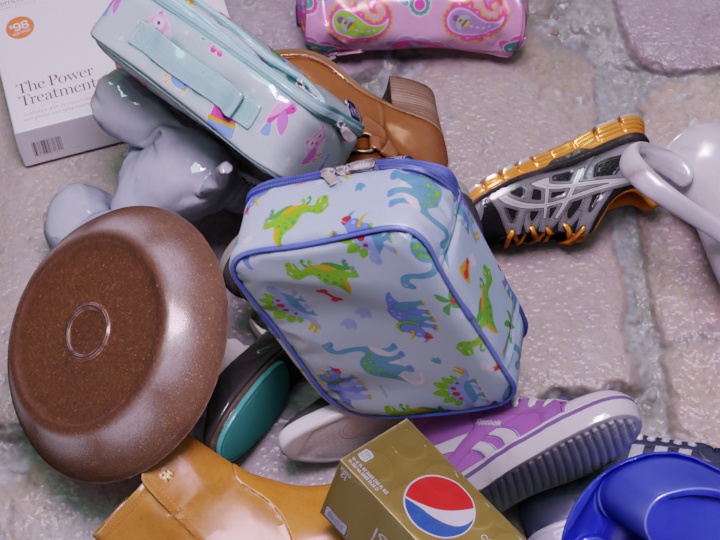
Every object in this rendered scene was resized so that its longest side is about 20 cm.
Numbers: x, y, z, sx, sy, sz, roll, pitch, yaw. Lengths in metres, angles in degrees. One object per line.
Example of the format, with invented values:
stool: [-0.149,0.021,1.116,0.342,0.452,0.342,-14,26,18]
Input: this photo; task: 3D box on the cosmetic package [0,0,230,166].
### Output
cosmetic package: [-0.205,-0.184,1.463,0.199,0.052,0.151,-16,58,-8]

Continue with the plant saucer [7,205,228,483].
plant saucer: [-0.182,0.047,1.218,0.199,0.037,0.202,-11,69,31]

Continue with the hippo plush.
hippo plush: [-0.155,-0.039,1.349,0.200,0.159,0.161,41,98,37]

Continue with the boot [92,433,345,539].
boot: [-0.077,0.160,1.222,0.201,0.071,0.144,-43,95,-14]

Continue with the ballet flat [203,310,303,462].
ballet flat: [-0.068,0.066,1.311,0.068,0.068,0.200,27,53,27]

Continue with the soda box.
soda box: [0.067,0.196,1.140,0.068,0.064,0.200,-28,62,-37]

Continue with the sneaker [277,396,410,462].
sneaker: [0.013,0.069,1.304,0.199,0.071,0.099,-24,59,-17]

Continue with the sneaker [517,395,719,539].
sneaker: [0.203,0.136,1.257,0.199,0.070,0.109,-17,63,-5]

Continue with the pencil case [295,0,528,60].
pencil case: [0.042,-0.221,1.463,0.199,0.088,0.088,-1,60,2]

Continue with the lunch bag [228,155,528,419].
lunch bag: [0.012,0.015,1.166,0.160,0.200,0.083,-9,47,26]

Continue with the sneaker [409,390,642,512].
sneaker: [0.104,0.099,1.216,0.200,0.072,0.115,-30,56,37]

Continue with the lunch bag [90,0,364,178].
lunch bag: [-0.093,-0.137,1.271,0.200,0.160,0.077,36,93,16]

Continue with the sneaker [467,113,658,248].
sneaker: [0.149,-0.052,1.368,0.199,0.078,0.078,-26,83,-5]

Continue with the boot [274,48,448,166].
boot: [-0.028,-0.092,1.379,0.199,0.077,0.156,11,46,-11]

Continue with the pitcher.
pitcher: [0.296,-0.029,1.305,0.171,0.122,0.200,-7,49,-45]

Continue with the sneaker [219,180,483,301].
sneaker: [0.000,0.000,1.269,0.199,0.075,0.107,-16,48,-5]

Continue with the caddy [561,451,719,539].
caddy: [0.233,0.208,1.171,0.199,0.105,0.142,25,94,-10]
